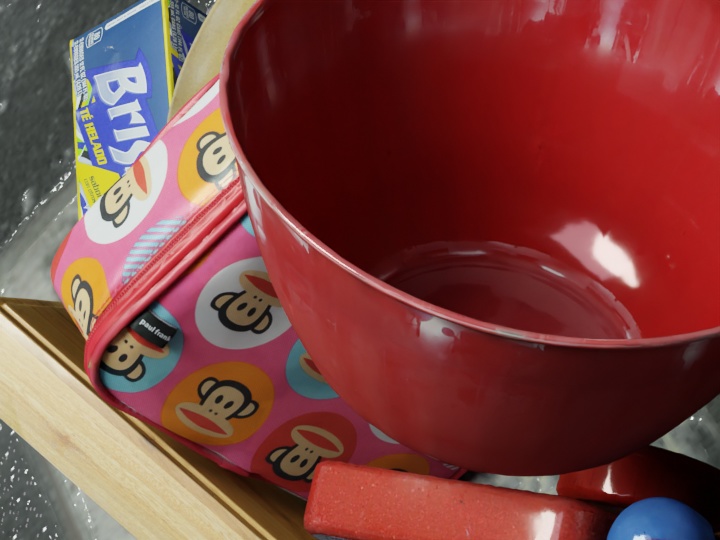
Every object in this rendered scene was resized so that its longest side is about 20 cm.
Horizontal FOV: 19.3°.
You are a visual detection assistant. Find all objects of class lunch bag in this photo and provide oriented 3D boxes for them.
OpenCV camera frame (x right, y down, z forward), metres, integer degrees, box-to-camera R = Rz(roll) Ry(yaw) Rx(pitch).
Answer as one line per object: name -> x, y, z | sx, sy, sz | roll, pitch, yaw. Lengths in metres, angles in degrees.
lunch bag -> 0.000, 0.000, 0.819 | 0.176, 0.199, 0.082 | -44, 45, 15

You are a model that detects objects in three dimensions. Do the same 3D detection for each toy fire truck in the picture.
toy fire truck -> 0.098, 0.110, 0.711 | 0.199, 0.167, 0.113 | 6, 75, 40

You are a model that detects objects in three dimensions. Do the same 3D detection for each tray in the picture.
tray -> -0.069, 0.084, 0.849 | 0.199, 0.099, 0.037 | 38, 97, 14

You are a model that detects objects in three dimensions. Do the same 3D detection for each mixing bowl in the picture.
mixing bowl -> 0.051, -0.009, 0.674 | 0.201, 0.198, 0.109 | 55, 150, 39

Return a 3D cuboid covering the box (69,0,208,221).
box -> -0.087, -0.025, 0.985 | 0.064, 0.070, 0.202 | -25, 57, 29

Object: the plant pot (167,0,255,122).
plant pot -> -0.005, -0.105, 0.908 | 0.199, 0.027, 0.201 | -33, 37, 29

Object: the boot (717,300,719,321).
boot -> 0.219, 0.028, 0.715 | 0.198, 0.077, 0.156 | 7, 34, 8
